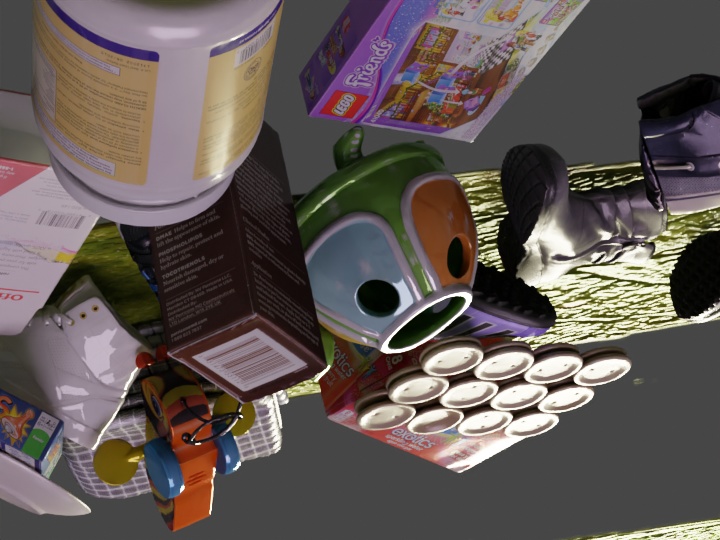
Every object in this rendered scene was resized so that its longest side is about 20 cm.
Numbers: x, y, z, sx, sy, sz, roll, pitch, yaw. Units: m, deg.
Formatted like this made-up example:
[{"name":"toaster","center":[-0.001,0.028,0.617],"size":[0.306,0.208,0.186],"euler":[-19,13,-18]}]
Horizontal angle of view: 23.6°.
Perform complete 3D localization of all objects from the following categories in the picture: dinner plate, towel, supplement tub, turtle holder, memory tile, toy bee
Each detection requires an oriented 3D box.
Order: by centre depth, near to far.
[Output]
[{"name":"supplement tub","center":[-0.123,-0.133,1.026],"size":[0.145,0.146,0.200],"euler":[-4,147,-15]},{"name":"turtle holder","center":[0.000,-0.004,1.248],"size":[0.185,0.132,0.141],"euler":[-33,161,5]},{"name":"toy bee","center":[-0.136,0.115,1.341],"size":[0.131,0.109,0.200],"euler":[-8,149,-42]},{"name":"dinner plate","center":[-0.306,0.153,1.361],"size":[0.199,0.024,0.200],"euler":[26,165,8]},{"name":"memory tile","center":[0.107,0.095,1.399],"size":[0.199,0.017,0.153],"euler":[6,147,-32]},{"name":"towel","center":[-0.162,0.120,1.466],"size":[0.199,0.086,0.166],"euler":[-13,149,-2]}]

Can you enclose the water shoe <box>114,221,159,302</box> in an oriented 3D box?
[{"name":"water shoe","center":[-0.125,0.008,1.309],"size":[0.071,0.079,0.200],"euler":[-19,148,9]}]

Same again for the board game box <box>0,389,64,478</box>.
[{"name":"board game box","center":[-0.296,0.114,1.327],"size":[0.135,0.035,0.200],"euler":[28,164,-4]}]

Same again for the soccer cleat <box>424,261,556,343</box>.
[{"name":"soccer cleat","center":[0.054,0.029,1.361],"size":[0.199,0.068,0.074],"euler":[13,114,2]}]

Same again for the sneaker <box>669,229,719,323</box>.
[{"name":"sneaker","center":[0.347,-0.015,1.463],"size":[0.090,0.070,0.200],"euler":[9,140,-27]}]

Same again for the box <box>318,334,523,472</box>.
[{"name":"box","center":[0.055,0.092,1.492],"size":[0.095,0.100,0.200],"euler":[-31,144,26]}]

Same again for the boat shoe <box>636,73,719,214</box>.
[{"name":"boat shoe","center":[0.299,-0.106,1.274],"size":[0.199,0.075,0.093],"euler":[-15,131,16]}]

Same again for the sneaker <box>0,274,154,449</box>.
[{"name":"sneaker","center":[-0.258,0.040,1.331],"size":[0.200,0.074,0.116],"euler":[34,92,-22]}]

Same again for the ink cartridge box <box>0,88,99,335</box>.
[{"name":"ink cartridge box","center":[-0.259,-0.037,1.200],"size":[0.116,0.068,0.200],"euler":[8,140,-31]}]

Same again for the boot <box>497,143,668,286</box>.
[{"name":"boot","center":[0.180,-0.054,1.355],"size":[0.131,0.070,0.200],"euler":[-14,159,-6]}]

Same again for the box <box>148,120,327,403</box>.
[{"name":"box","center":[-0.091,-0.023,1.159],"size":[0.075,0.201,0.100],"euler":[-23,147,19]}]

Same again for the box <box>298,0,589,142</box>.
[{"name":"box","center":[0.063,-0.168,1.144],"size":[0.136,0.039,0.200],"euler":[6,143,-30]}]
